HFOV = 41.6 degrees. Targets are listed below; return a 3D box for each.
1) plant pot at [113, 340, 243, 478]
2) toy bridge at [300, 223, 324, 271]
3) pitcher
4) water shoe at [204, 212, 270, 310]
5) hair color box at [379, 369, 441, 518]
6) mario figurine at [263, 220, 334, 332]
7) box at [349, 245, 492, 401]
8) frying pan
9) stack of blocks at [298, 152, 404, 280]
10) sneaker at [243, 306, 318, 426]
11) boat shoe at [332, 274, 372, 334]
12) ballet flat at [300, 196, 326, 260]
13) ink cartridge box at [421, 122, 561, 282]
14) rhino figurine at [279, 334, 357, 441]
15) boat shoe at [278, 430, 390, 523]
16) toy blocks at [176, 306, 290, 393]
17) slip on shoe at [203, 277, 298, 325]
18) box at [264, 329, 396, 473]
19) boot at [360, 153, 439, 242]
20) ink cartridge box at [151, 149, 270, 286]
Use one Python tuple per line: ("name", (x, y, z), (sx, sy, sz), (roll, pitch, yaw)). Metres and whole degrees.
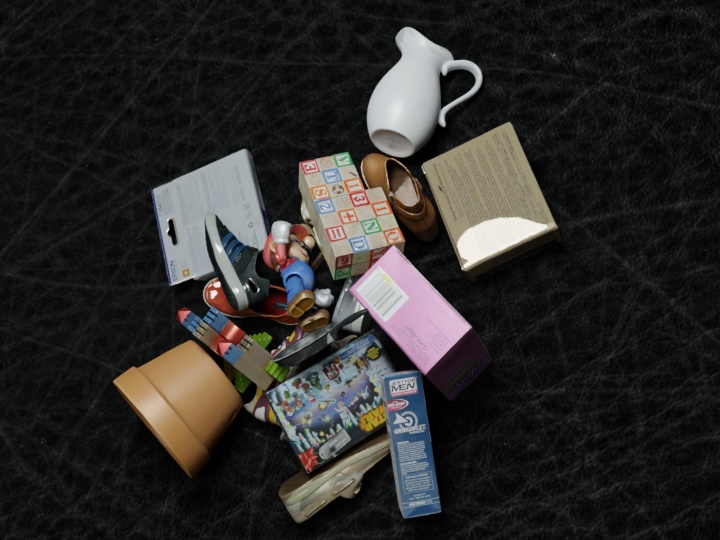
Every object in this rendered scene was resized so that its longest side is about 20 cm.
("plant pot", (-0.282, 0.210, 1.523), (0.140, 0.201, 0.200), (-41, 64, -16))
("toy bridge", (-0.072, -0.063, 1.622), (0.066, 0.027, 0.204), (10, 77, 20))
("pitcher", (0.107, -0.290, 1.598), (0.168, 0.122, 0.203), (18, 67, 6))
("water shoe", (-0.207, -0.018, 1.590), (0.077, 0.072, 0.202), (-14, 56, -17))
("hair color box", (0.073, 0.253, 1.402), (0.059, 0.100, 0.205), (-9, 86, -3))
("mario figurine", (-0.092, -0.007, 1.527), (0.104, 0.125, 0.202), (-4, 45, -19))
("box", (0.094, 0.084, 1.426), (0.097, 0.200, 0.176), (-43, 66, 0))
("frying pan", (-0.051, 0.097, 1.422), (0.187, 0.115, 0.031), (-28, 95, 17))
("stack of blocks", (-0.017, -0.091, 1.494), (0.113, 0.059, 0.202), (-13, 55, -15))
("sneaker", (-0.128, 0.147, 1.548), (0.088, 0.075, 0.204), (16, 76, 21))
("boat shoe", (0.000, 0.001, 1.555), (0.070, 0.070, 0.205), (13, 80, 17))
("ballet flat", (-0.059, -0.079, 1.551), (0.069, 0.062, 0.201), (-48, 52, 20))
("ink cartridge box", (0.209, -0.109, 1.520), (0.162, 0.075, 0.203), (-24, 68, 11))
("rhino figurine", (-0.050, 0.196, 1.512), (0.086, 0.060, 0.203), (25, 80, 3))
("boat shoe", (-0.029, 0.319, 1.470), (0.198, 0.072, 0.066), (-31, 102, -6))
("toy blocks", (-0.213, 0.111, 1.505), (0.101, 0.137, 0.199), (-52, 34, -9))
("slip on shoe", (-0.182, 0.047, 1.605), (0.196, 0.061, 0.076), (12, 78, 22))
("box", (-0.032, 0.201, 1.463), (0.198, 0.040, 0.139), (-30, 88, -13))
("boot", (0.056, -0.146, 1.537), (0.074, 0.155, 0.200), (-42, 66, -1))
("ink cartridge box", (-0.263, -0.089, 1.685), (0.196, 0.041, 0.203), (-20, 69, 11))
